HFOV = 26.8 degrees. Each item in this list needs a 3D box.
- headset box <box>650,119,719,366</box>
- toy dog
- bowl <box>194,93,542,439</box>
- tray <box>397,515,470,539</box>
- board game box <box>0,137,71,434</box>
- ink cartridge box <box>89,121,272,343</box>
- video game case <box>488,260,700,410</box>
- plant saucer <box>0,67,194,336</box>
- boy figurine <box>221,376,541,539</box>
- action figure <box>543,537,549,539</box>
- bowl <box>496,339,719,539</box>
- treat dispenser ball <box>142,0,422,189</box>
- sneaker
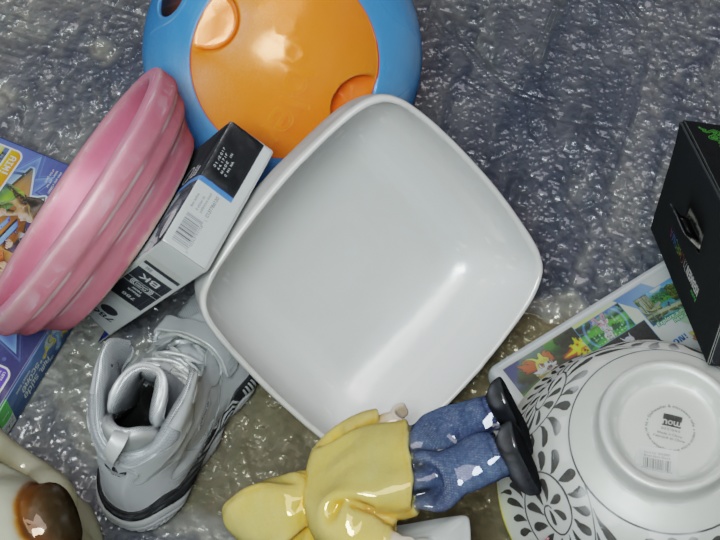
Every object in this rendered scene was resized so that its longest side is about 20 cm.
[{"bbox_3d":[0.301,-0.014,1.006,0.198,0.094,0.175,6,32,-6],"label":"headset box"},{"bbox_3d":[-0.216,0.183,0.875,0.138,0.201,0.195,-20,61,-11],"label":"toy dog"},{"bbox_3d":[0.000,0.000,1.002,0.200,0.200,0.075,-47,27,-5],"label":"bowl"},{"bbox_3d":[0.011,0.245,0.913,0.107,0.022,0.202,-14,53,31],"label":"tray"},{"bbox_3d":[-0.262,0.006,1.076,0.134,0.035,0.201,22,62,12],"label":"board game box"},{"bbox_3d":[-0.133,-0.021,1.004,0.039,0.200,0.100,34,60,-15],"label":"ink cartridge box"},{"bbox_3d":[0.219,0.090,1.038,0.199,0.022,0.183,-30,64,-16],"label":"video game case"},{"bbox_3d":[-0.171,-0.037,0.987,0.051,0.200,0.202,34,60,-16],"label":"plant saucer"},{"bbox_3d":[0.010,0.138,0.939,0.198,0.065,0.125,-23,38,9],"label":"boy figurine"},{"bbox_3d":[0.098,0.204,0.929,0.198,0.052,0.066,4,49,31],"label":"action figure"},{"bbox_3d":[0.188,0.116,0.956,0.198,0.094,0.202,-1,59,1],"label":"bowl"},{"bbox_3d":[-0.056,-0.154,1.078,0.199,0.201,0.203,0,59,0],"label":"treat dispenser ball"},{"bbox_3d":[-0.117,0.065,0.996,0.075,0.115,0.201,20,61,11],"label":"sneaker"}]
